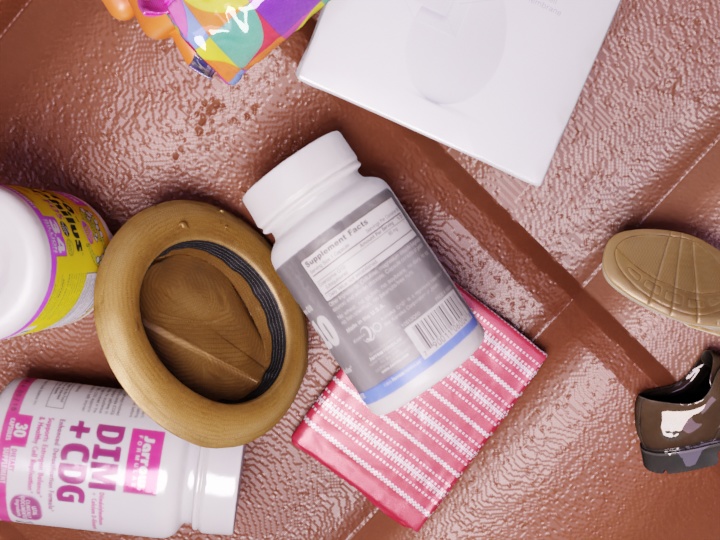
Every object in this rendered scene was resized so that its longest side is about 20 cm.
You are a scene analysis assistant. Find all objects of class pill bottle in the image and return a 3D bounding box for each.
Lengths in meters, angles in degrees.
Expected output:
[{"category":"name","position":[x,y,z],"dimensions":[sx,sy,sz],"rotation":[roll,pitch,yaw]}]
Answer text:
[{"category":"pill bottle","position":[0.000,0.000,0.778],"dimensions":[0.113,0.114,0.202],"rotation":[-34,90,4]},{"category":"pill bottle","position":[-0.243,-0.008,0.723],"dimensions":[0.102,0.200,0.107],"rotation":[0,92,4]},{"category":"pill bottle","position":[-0.195,0.155,0.807],"dimensions":[0.196,0.113,0.116],"rotation":[7,101,-4]}]

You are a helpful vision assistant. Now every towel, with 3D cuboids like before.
[{"category":"towel","position":[0.049,0.111,0.856],"dimensions":[0.144,0.022,0.201],"rotation":[36,96,-7]}]

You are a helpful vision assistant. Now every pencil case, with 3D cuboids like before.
[{"category":"pencil case","position":[-0.044,-0.208,0.640],"dimensions":[0.199,0.088,0.089],"rotation":[-39,100,9]}]

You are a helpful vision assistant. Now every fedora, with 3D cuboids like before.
[{"category":"fedora","position":[-0.134,0.047,0.788],"dimensions":[0.081,0.200,0.203],"rotation":[-19,107,46]}]

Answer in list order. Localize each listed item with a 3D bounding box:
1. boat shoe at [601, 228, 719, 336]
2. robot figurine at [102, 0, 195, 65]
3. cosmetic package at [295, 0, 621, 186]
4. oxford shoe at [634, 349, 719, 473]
[{"category":"boat shoe","position":[0.289,0.021,0.824],"dimensions":[0.196,0.069,0.075],"rotation":[17,76,-1]},{"category":"robot figurine","position":[-0.135,-0.254,0.729],"dimensions":[0.116,0.143,0.203],"rotation":[-33,103,-31]},{"category":"cosmetic package","position":[0.078,-0.200,0.744],"dimensions":[0.196,0.123,0.203],"rotation":[23,100,-6]},{"category":"oxford shoe","position":[0.330,0.105,0.843],"dimensions":[0.196,0.073,0.086],"rotation":[-17,100,1]}]
